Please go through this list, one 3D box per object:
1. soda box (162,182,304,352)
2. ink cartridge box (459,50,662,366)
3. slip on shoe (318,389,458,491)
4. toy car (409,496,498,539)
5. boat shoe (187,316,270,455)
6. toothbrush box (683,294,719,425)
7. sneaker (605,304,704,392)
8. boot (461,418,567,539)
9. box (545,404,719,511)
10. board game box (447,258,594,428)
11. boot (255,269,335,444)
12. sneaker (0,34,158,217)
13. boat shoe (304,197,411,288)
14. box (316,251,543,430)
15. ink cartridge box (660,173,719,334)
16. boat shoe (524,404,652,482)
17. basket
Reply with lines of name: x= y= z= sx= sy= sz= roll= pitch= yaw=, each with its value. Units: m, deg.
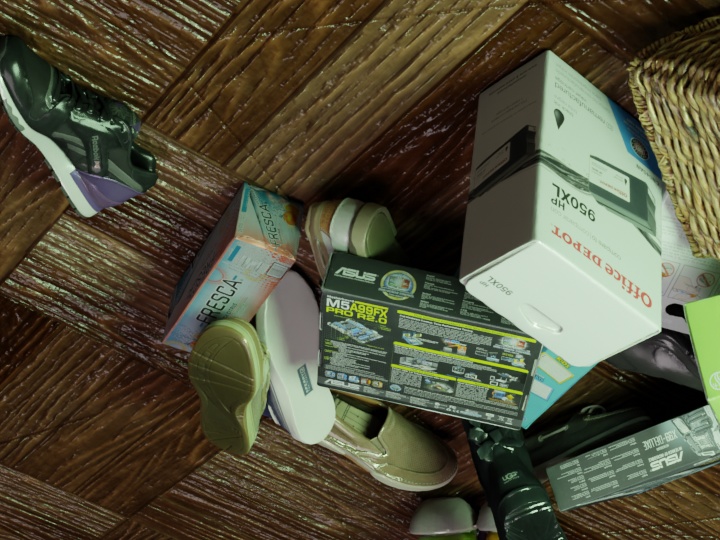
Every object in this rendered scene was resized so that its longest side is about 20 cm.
soda box: x=-0.123 y=0.005 z=1.368 sx=0.063 sy=0.069 sz=0.200 roll=21 pitch=140 yaw=-17
ink cartridge box: x=0.162 y=-0.048 z=1.135 sx=0.144 sy=0.201 sz=0.084 roll=33 pitch=137 yaw=-28
slip on shoe: x=0.022 y=0.174 z=1.553 sx=0.199 sy=0.076 sz=0.061 roll=28 pitch=142 yaw=-11
toy car: x=0.153 y=0.349 z=1.699 sx=0.199 sy=0.176 sz=0.150 roll=-8 pitch=175 yaw=20
boat shoe: x=-0.119 y=0.102 z=1.405 sx=0.073 sy=0.063 sz=0.201 roll=18 pitch=142 yaw=15
toothbrush box: x=0.374 y=0.059 z=1.162 sx=0.199 sy=0.087 sz=0.146 roll=-15 pitch=157 yaw=17
sneaker: x=0.284 y=0.068 z=1.373 sx=0.199 sy=0.076 sz=0.091 roll=29 pitch=145 yaw=-10
boot: x=0.153 y=0.221 z=1.483 sx=0.073 sy=0.163 sz=0.199 roll=-19 pitch=136 yaw=-1
box: x=0.310 y=0.182 z=1.450 sx=0.200 sy=0.050 sz=0.157 roll=-28 pitch=163 yaw=35
board game box: x=0.139 y=0.055 z=1.346 sx=0.151 sy=0.047 sz=0.200 roll=32 pitch=146 yaw=-2
boot: x=-0.088 y=0.080 z=1.456 sx=0.090 sy=0.073 sz=0.201 roll=22 pitch=131 yaw=44
sneaker: x=-0.237 y=-0.134 z=1.232 sx=0.087 sy=0.076 sz=0.200 roll=-17 pitch=140 yaw=9
boat shoe: x=0.000 y=0.000 z=1.344 sx=0.068 sy=0.075 sz=0.200 roll=16 pitch=147 yaw=22
box: x=0.062 y=0.066 z=1.302 sx=0.199 sy=0.044 sz=0.161 roll=12 pitch=143 yaw=6
ink cartridge box: x=0.315 y=-0.031 z=1.217 sx=0.161 sy=0.050 sz=0.201 roll=14 pitch=130 yaw=-7
boat shoe: x=0.215 y=0.175 z=1.525 sx=0.067 sy=0.057 sz=0.200 roll=7 pitch=148 yaw=-46
basket: x=0.318 y=-0.105 z=1.096 sx=0.149 sy=0.143 sz=0.201 roll=27 pitch=150 yaw=58
